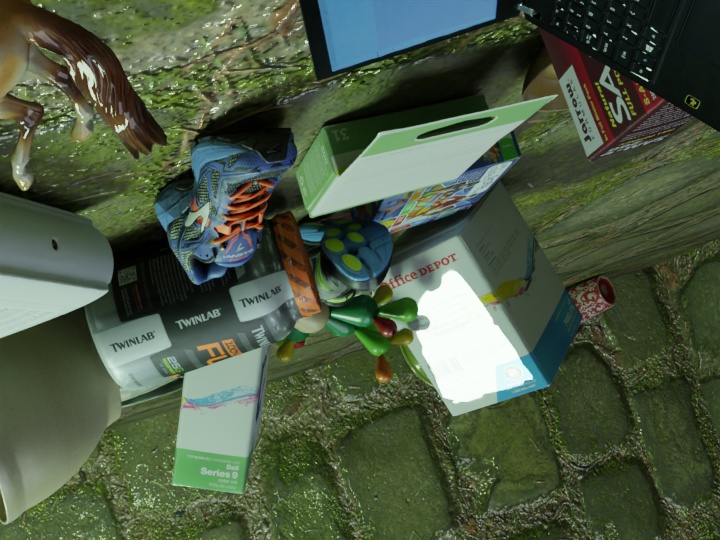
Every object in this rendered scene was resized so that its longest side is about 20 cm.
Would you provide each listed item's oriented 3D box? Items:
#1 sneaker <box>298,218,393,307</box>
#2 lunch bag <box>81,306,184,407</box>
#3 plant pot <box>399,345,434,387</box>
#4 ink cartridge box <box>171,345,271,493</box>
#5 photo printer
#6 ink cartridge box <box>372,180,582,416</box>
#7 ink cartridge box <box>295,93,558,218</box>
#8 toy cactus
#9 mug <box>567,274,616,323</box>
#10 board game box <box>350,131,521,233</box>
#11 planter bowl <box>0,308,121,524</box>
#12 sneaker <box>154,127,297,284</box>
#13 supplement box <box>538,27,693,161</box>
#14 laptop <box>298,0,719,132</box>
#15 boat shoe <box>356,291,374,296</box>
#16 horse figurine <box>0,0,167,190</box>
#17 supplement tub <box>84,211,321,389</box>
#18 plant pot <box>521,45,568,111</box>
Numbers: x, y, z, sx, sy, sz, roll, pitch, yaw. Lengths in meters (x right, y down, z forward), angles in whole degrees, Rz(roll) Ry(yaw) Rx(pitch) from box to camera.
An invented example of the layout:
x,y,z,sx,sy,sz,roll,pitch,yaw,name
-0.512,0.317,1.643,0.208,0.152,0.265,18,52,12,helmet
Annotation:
x,y,z,sx,sy,sz,roll,pitch,yaw,name
-0.015,-0.005,0.945,0.069,0.084,0.199,-13,-170,-17,sneaker
-0.276,0.093,1.072,0.161,0.120,0.200,-14,176,-1,lunch bag
0.221,0.141,2.248,0.198,0.202,0.190,-8,154,-49,plant pot
-0.149,0.121,1.074,0.086,0.204,0.146,7,-165,-2,ink cartridge box
-0.284,0.004,0.649,0.164,0.071,0.200,-20,171,12,photo printer
0.135,0.032,1.125,0.145,0.202,0.146,-24,-165,39,ink cartridge box
0.041,-0.102,0.736,0.143,0.049,0.200,-15,170,-19,ink cartridge box
-0.038,0.062,1.067,0.197,0.105,0.164,-2,166,37,toy cactus
0.735,0.085,3.186,0.132,0.180,0.199,31,138,-28,mug
0.068,-0.082,0.954,0.133,0.035,0.200,-16,172,-11,board game box
-0.305,0.110,0.890,0.133,0.203,0.200,-23,175,-31,planter bowl
-0.092,-0.046,0.706,0.074,0.080,0.200,-14,170,-27,sneaker
0.169,-0.147,0.521,0.060,0.111,0.200,-16,170,-13,supplement box
0.076,-0.117,0.417,0.104,0.198,0.178,-52,164,-13,laptop
0.001,-0.003,1.238,0.062,0.075,0.201,17,-169,13,boat shoe
-0.184,-0.075,0.397,0.196,0.051,0.133,-9,153,-7,horse figurine
-0.141,0.023,0.883,0.196,0.125,0.123,-18,171,1,supplement tub
0.210,-0.174,0.717,0.196,0.028,0.200,-17,172,-3,plant pot
